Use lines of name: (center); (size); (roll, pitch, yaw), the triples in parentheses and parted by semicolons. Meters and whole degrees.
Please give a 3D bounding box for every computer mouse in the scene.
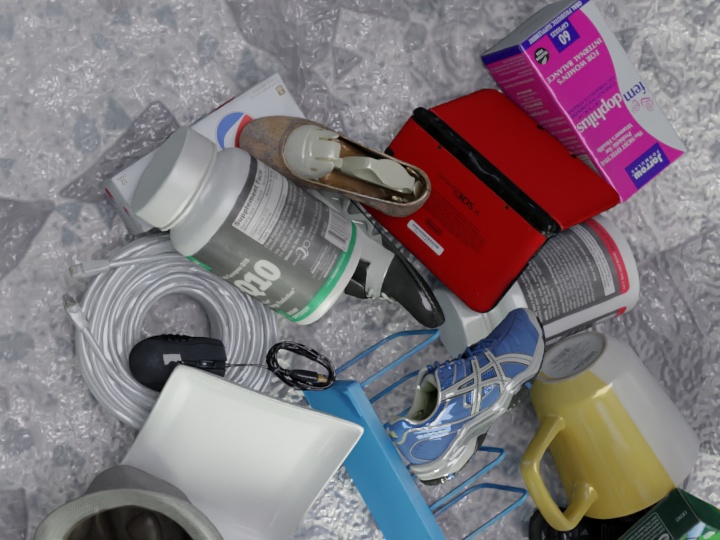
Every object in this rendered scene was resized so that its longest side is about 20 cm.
computer mouse: (-0.119, 0.091, 1.622); (0.199, 0.034, 0.059); (3, 87, -12)

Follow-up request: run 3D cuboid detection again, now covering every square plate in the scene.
square plate: (-0.127, 0.183, 1.649); (0.197, 0.029, 0.200); (20, 123, -21)

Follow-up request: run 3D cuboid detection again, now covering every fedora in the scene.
fedora: (-0.210, 0.253, 1.619); (0.176, 0.090, 0.200); (-27, 120, 15)

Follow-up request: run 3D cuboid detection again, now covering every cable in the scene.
cable: (-0.180, 0.062, 1.669); (0.199, 0.069, 0.201); (-19, 96, -18)

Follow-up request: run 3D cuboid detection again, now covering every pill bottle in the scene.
pill bottle: (0.178, 0.024, 1.767); (0.199, 0.111, 0.111); (-21, 95, -18)
pill bottle: (-0.106, -0.044, 1.606); (0.200, 0.113, 0.113); (32, 79, -20)

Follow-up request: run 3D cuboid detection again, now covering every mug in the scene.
mug: (0.245, 0.156, 1.737); (0.149, 0.187, 0.154); (-22, 113, 21)

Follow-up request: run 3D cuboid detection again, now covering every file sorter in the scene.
file sorter: (0.056, 0.170, 1.711); (0.122, 0.139, 0.201); (-32, 99, -20)

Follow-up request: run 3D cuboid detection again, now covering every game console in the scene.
game console: (0.129, -0.074, 1.748); (0.200, 0.119, 0.173); (44, 104, 26)

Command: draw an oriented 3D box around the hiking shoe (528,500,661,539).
hiking shoe: (0.283, 0.279, 1.802); (0.199, 0.101, 0.076); (-4, 90, -19)

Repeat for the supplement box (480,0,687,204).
supplement box: (0.234, -0.175, 1.797); (0.101, 0.103, 0.200); (-38, 102, -17)

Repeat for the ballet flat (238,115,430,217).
ballet flat: (-0.018, -0.106, 1.659); (0.199, 0.067, 0.068); (16, 80, -21)

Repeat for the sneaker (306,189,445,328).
sneaker: (0.000, 0.000, 1.710); (0.088, 0.074, 0.200); (-43, 69, -1)

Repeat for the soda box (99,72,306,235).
soda box: (-0.153, -0.114, 1.681); (0.200, 0.068, 0.064); (-35, 100, -16)

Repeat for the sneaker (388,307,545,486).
sneaker: (0.104, 0.106, 1.622); (0.077, 0.076, 0.200); (47, 65, -19)

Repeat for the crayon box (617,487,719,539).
crayon box: (0.343, 0.305, 1.774); (0.126, 0.052, 0.200); (-45, 138, 16)
